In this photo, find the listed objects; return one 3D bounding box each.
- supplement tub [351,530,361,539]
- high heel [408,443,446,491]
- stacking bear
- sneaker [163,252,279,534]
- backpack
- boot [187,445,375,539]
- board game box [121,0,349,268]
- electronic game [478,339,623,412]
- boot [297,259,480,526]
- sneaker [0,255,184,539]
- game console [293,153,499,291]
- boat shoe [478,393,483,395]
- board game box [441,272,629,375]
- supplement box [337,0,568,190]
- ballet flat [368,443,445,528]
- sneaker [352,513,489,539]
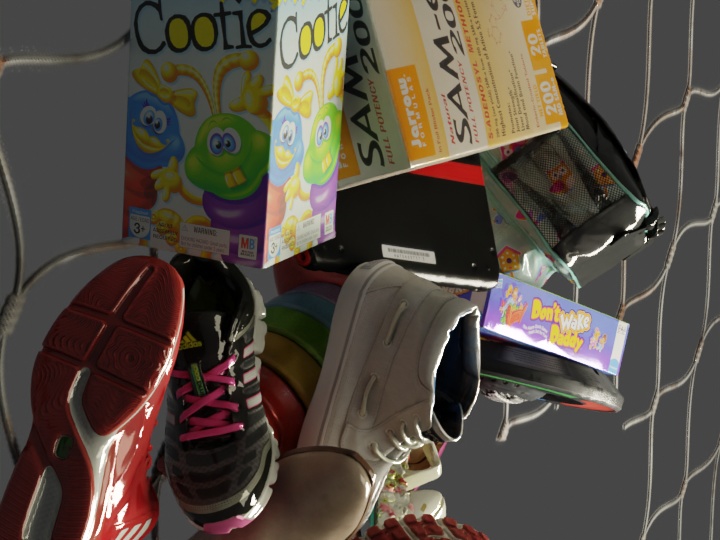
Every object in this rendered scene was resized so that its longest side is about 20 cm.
[{"bbox_3d":[-0.047,0.227,1.562,0.107,0.107,0.200,-54,146,-46],"label":"supplement tub"},{"bbox_3d":[0.045,0.136,1.721,0.200,0.067,0.096,143,-43,-71],"label":"high heel"},{"bbox_3d":[-0.057,0.079,1.484,0.200,0.121,0.114,-42,131,-42],"label":"stacking bear"},{"bbox_3d":[-0.097,0.067,1.366,0.087,0.074,0.200,64,20,-52],"label":"sneaker"},{"bbox_3d":[0.132,-0.083,1.752,0.200,0.153,0.176,60,9,10],"label":"backpack"},{"bbox_3d":[-0.086,0.192,1.379,0.146,0.070,0.200,-37,176,-39],"label":"boot"},{"bbox_3d":[-0.076,-0.115,1.343,0.103,0.105,0.200,-26,123,-62],"label":"board game box"},{"bbox_3d":[0.114,0.085,1.756,0.200,0.200,0.042,28,75,-67],"label":"electronic game"},{"bbox_3d":[0.021,0.100,1.425,0.073,0.095,0.200,-12,118,-49],"label":"boot"},{"bbox_3d":[-0.152,0.092,1.319,0.200,0.078,0.116,-64,164,-5],"label":"sneaker"},{"bbox_3d":[0.013,-0.076,1.497,0.200,0.031,0.177,7,69,-46],"label":"game console"},{"bbox_3d":[0.106,0.041,1.894,0.200,0.069,0.057,70,38,-54],"label":"boat shoe"},{"bbox_3d":[0.104,0.035,1.731,0.200,0.134,0.045,20,81,-51],"label":"board game box"},{"bbox_3d":[0.048,-0.135,1.469,0.200,0.073,0.126,-19,95,-52],"label":"supplement box"},{"bbox_3d":[0.029,0.157,1.579,0.076,0.064,0.200,85,-2,-46],"label":"ballet flat"},{"bbox_3d":[0.002,0.228,1.475,0.082,0.200,0.078,71,1,-55],"label":"sneaker"}]
